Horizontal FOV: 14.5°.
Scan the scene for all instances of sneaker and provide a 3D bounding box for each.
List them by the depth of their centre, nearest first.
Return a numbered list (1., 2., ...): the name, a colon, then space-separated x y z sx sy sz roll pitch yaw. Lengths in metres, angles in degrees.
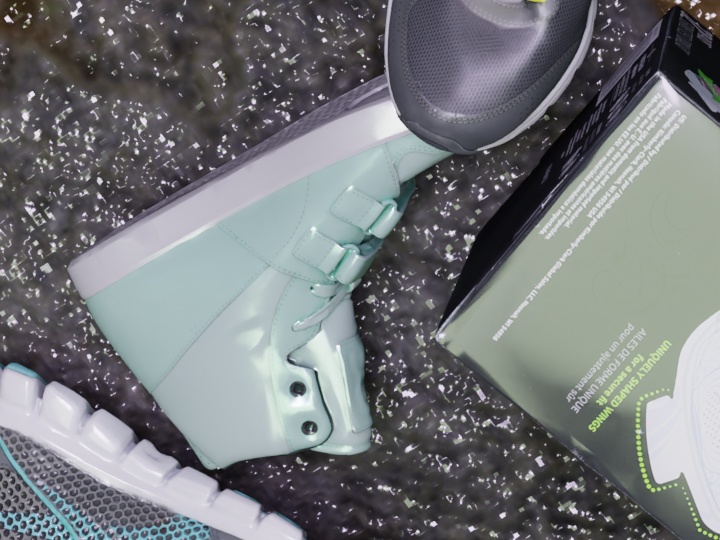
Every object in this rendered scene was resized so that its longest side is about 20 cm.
1. sneaker: 0.061 -0.138 0.977 0.074 0.085 0.201 22 81 9
2. sneaker: 0.000 0.000 1.065 0.200 0.074 0.118 -28 97 22
3. sneaker: -0.082 0.118 1.091 0.199 0.078 0.091 28 78 13

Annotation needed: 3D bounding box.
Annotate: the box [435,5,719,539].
1. box: 0.147 0.024 1.007 0.200 0.149 0.124 40 107 -3
